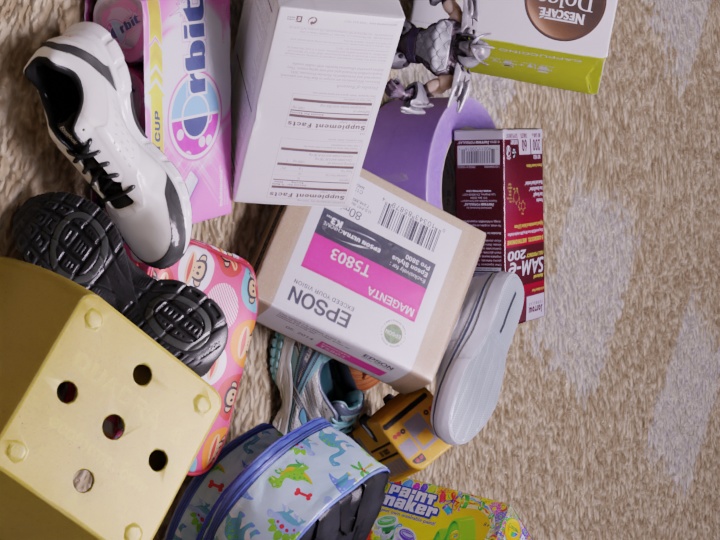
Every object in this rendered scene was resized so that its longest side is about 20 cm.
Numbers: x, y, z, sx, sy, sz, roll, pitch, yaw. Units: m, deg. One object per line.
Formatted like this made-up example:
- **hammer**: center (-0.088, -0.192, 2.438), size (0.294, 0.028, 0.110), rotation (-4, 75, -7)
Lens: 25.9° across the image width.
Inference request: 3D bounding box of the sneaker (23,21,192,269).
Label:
- **sneaker**: center (-0.199, -0.089, 1.210), size (0.202, 0.073, 0.080), rotation (63, 30, -6)

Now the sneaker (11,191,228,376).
- **sneaker**: center (-0.192, 0.020, 1.217), size (0.076, 0.199, 0.091), rotation (-46, 171, -23)

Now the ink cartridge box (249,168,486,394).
- **ink cartridge box**: center (0.000, 0.000, 1.491), size (0.198, 0.075, 0.166), rotation (26, 71, -14)

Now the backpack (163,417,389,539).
- **backpack**: center (-0.080, 0.227, 1.420), size (0.182, 0.147, 0.201), rotation (-29, 154, -52)

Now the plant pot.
- **plant pot**: center (-0.218, 0.115, 1.121), size (0.200, 0.175, 0.201), rotation (41, 62, -26)

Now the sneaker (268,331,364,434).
- **sneaker**: center (-0.040, 0.146, 1.557), size (0.077, 0.085, 0.203), rotation (-32, 124, -48)

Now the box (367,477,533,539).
- **box**: center (0.057, 0.336, 1.657), size (0.194, 0.198, 0.122), rotation (-63, 143, -26)

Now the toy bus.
- **toy bus**: center (0.040, 0.167, 1.600), size (0.065, 0.079, 0.200), rotation (-38, 175, -14)

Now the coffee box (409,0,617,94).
- **coffee box**: center (0.169, -0.307, 1.601), size (0.200, 0.197, 0.201), rotation (30, 71, -83)

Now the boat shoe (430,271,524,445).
- **boat shoe**: center (0.102, 0.087, 1.529), size (0.074, 0.066, 0.201), rotation (61, 43, -35)

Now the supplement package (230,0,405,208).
- **supplement package**: center (-0.047, -0.166, 1.336), size (0.108, 0.114, 0.201), rotation (2, 132, -17)

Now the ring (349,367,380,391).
- **ring**: center (0.004, 0.029, 1.658), size (0.200, 0.019, 0.203), rotation (-20, 114, -55)

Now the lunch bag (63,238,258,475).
- **lunch bag**: center (-0.174, 0.068, 1.328), size (0.176, 0.081, 0.203), rotation (23, 79, -57)

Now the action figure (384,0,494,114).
- **action figure**: center (0.039, -0.213, 1.476), size (0.069, 0.198, 0.132), rotation (27, 76, -56)

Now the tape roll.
- **tape roll**: center (0.079, -0.082, 1.659), size (0.199, 0.084, 0.203), rotation (-2, 93, -62)

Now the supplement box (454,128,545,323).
- **supplement box**: center (0.146, -0.046, 1.636), size (0.108, 0.060, 0.203), rotation (-11, 101, -61)

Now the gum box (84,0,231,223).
- **gum box**: center (-0.165, -0.139, 1.297), size (0.113, 0.065, 0.203), rotation (-21, 115, -56)
